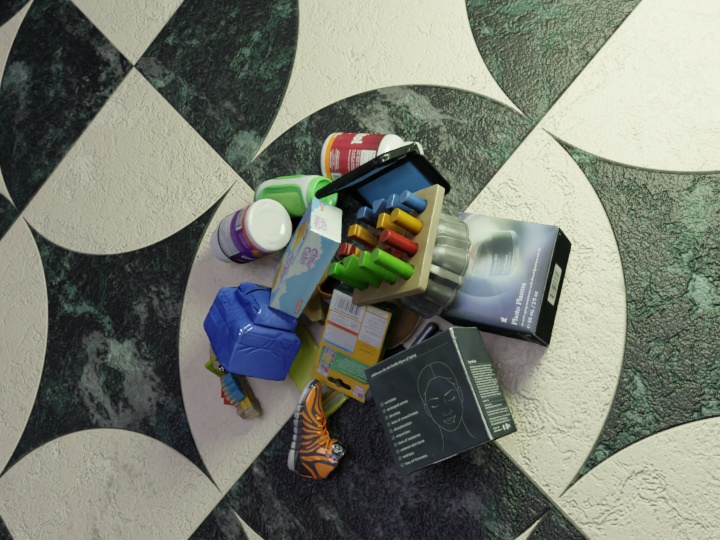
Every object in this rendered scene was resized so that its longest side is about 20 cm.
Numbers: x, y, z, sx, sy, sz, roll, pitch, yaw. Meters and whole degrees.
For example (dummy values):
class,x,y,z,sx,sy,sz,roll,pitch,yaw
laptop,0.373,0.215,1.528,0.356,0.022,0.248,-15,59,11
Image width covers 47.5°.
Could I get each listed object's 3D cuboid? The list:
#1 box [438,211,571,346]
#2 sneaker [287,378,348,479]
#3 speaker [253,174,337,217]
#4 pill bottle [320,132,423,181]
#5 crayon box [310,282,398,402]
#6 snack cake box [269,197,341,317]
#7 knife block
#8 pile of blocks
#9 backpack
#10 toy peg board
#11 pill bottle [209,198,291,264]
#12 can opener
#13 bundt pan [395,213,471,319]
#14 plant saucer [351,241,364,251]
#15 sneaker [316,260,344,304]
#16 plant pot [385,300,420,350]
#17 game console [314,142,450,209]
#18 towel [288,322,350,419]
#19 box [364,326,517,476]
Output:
class,x,y,z,sx,sy,sz,roll,pitch,yaw
box,0.263,0.015,1.510,0.196,0.123,0.203,10,81,29
sneaker,-0.073,0.318,1.613,0.110,0.077,0.203,15,109,20
speaker,-0.141,-0.155,1.742,0.198,0.088,0.090,2,77,46
pill bottle,0.026,-0.225,1.692,0.197,0.113,0.115,7,80,26
crayon box,-0.013,0.141,1.607,0.124,0.052,0.203,22,112,15
snack cake box,-0.106,-0.024,1.584,0.201,0.066,0.116,-59,16,32
knife block,-0.093,-0.007,1.720,0.199,0.064,0.177,39,96,29
pile of blocks,-0.287,0.239,1.740,0.062,0.082,0.201,-39,64,11
backpack,-0.219,0.112,1.683,0.170,0.161,0.200,-61,36,9
toy peg board,0.037,-0.057,1.475,0.199,0.097,0.202,-15,57,52
pill bottle,-0.242,-0.076,1.754,0.199,0.110,0.113,-17,67,51
can opener,0.091,0.188,1.584,0.053,0.066,0.201,41,91,29
bundt pan,0.115,-0.018,1.511,0.202,0.075,0.204,-45,35,45
plant saucer,0.061,-0.059,1.611,0.198,0.019,0.071,-31,93,-8
sneaker,0.000,0.000,1.632,0.199,0.085,0.073,-38,63,9
plant pot,0.041,0.066,1.658,0.197,0.027,0.204,-7,73,24
game console,0.043,-0.153,1.586,0.198,0.175,0.118,-25,92,39
towel,-0.102,0.211,1.697,0.086,0.018,0.201,-39,63,8
box,0.139,0.229,1.443,0.198,0.123,0.199,-28,74,29
